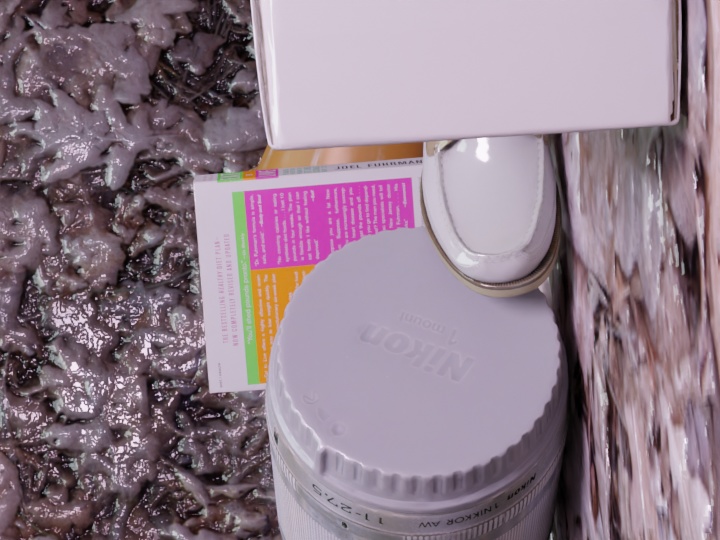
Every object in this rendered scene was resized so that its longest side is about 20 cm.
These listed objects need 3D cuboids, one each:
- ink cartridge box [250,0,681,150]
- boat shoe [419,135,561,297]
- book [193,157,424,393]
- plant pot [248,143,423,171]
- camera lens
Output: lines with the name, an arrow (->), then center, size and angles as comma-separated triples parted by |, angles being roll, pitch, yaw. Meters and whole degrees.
ink cartridge box -> 0.031, -0.110, 0.741 | 0.200, 0.144, 0.085 | -97, 3, -73
boat shoe -> 0.062, -0.080, 1.005 | 0.069, 0.074, 0.201 | 79, -174, -51
book -> 0.000, 0.000, 1.223 | 0.048, 0.198, 0.135 | -100, 6, -76
plant pot -> -0.008, -0.108, 1.862 | 0.200, 0.198, 0.185 | -99, 20, -74
camera lens -> 0.030, 0.091, 1.057 | 0.201, 0.158, 0.161 | 89, 177, -58
